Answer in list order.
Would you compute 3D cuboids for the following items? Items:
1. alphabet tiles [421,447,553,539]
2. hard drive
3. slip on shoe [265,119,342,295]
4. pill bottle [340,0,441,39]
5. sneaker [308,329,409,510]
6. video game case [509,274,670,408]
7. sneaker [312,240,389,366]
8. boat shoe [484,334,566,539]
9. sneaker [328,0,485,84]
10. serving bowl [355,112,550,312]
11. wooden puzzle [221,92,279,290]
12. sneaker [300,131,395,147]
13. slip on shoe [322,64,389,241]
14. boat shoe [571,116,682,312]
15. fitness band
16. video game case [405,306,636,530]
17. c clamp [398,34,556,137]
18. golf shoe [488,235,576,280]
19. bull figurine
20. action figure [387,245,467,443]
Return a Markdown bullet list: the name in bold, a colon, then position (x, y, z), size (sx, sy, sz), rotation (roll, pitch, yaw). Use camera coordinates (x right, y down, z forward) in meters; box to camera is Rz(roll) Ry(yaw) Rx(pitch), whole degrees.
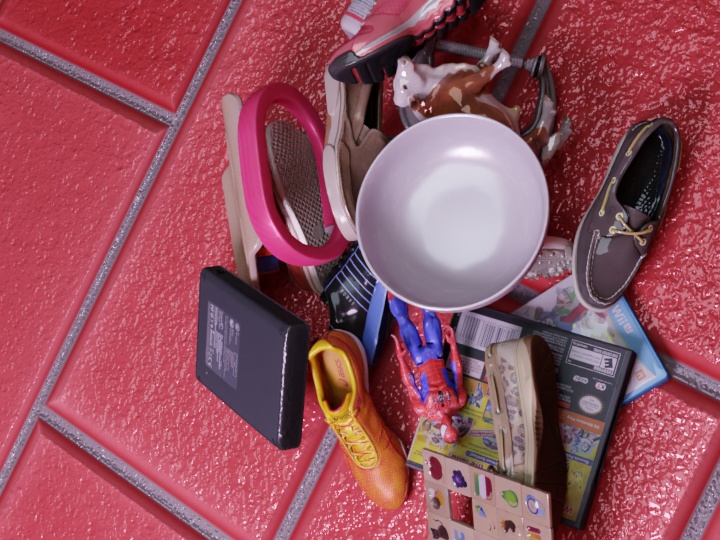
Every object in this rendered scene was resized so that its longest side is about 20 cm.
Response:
- **alphabet tiles**: position (0.125, 0.285, 1.198), size (0.166, 0.007, 0.204), rotation (12, 113, 48)
- **hard drive**: position (-0.122, 0.092, 1.359), size (0.199, 0.032, 0.142), rotation (30, 120, 52)
- **slip on shoe**: position (-0.074, -0.068, 1.391), size (0.061, 0.074, 0.203), rotation (-5, 107, 43)
- **pill bottle**: position (0.071, -0.330, 1.394), size (0.108, 0.108, 0.201), rotation (36, 94, 29)
- **sneaker**: position (-0.009, 0.164, 1.308), size (0.072, 0.077, 0.203), rotation (-23, 92, 25)
- **video game case**: position (0.198, 0.099, 1.274), size (0.199, 0.018, 0.145), rotation (-34, 64, 16)
- **sneaker**: position (0.000, 0.000, 1.353), size (0.077, 0.070, 0.204), rotation (12, 91, 10)
- **boat shoe**: position (0.157, 0.166, 1.202), size (0.062, 0.073, 0.204), rotation (-10, 70, 32)
- **sneaker**: position (0.040, -0.272, 1.302), size (0.199, 0.074, 0.087), rotation (-35, 74, -5)
- **serving bowl**: position (0.097, -0.052, 1.243), size (0.197, 0.066, 0.204), rotation (-5, 75, 17)
- **wooden puzzle**: position (-0.123, -0.076, 1.405), size (0.045, 0.200, 0.188), rotation (-8, 70, -10)
- **sneaker**: position (0.005, -0.111, 1.406), size (0.197, 0.074, 0.089), rotation (6, 92, 35)
- **slip on shoe**: position (0.000, -0.133, 1.325), size (0.060, 0.076, 0.203), rotation (-8, 68, 18)
- **boat shoe**: position (0.266, -0.058, 1.234), size (0.071, 0.061, 0.204), rotation (21, 80, -6)
- **fitness band**: position (-0.070, -0.103, 1.325), size (0.037, 0.142, 0.203), rotation (-20, 72, 39)
- **video game case**: position (0.160, 0.142, 1.258), size (0.197, 0.025, 0.184), rotation (16, 85, 28)
- **c clamp**: position (0.123, -0.210, 1.334), size (0.197, 0.027, 0.174), rotation (18, 98, 3)
- **golf shoe**: position (0.141, -0.047, 1.310), size (0.197, 0.078, 0.099), rotation (7, 74, 27)
- **bull figurine**: position (0.127, -0.168, 1.298), size (0.121, 0.065, 0.200), rotation (-44, 94, 12)
- **action figure**: position (0.066, 0.078, 1.268), size (0.064, 0.052, 0.203), rotation (-14, 78, -8)
